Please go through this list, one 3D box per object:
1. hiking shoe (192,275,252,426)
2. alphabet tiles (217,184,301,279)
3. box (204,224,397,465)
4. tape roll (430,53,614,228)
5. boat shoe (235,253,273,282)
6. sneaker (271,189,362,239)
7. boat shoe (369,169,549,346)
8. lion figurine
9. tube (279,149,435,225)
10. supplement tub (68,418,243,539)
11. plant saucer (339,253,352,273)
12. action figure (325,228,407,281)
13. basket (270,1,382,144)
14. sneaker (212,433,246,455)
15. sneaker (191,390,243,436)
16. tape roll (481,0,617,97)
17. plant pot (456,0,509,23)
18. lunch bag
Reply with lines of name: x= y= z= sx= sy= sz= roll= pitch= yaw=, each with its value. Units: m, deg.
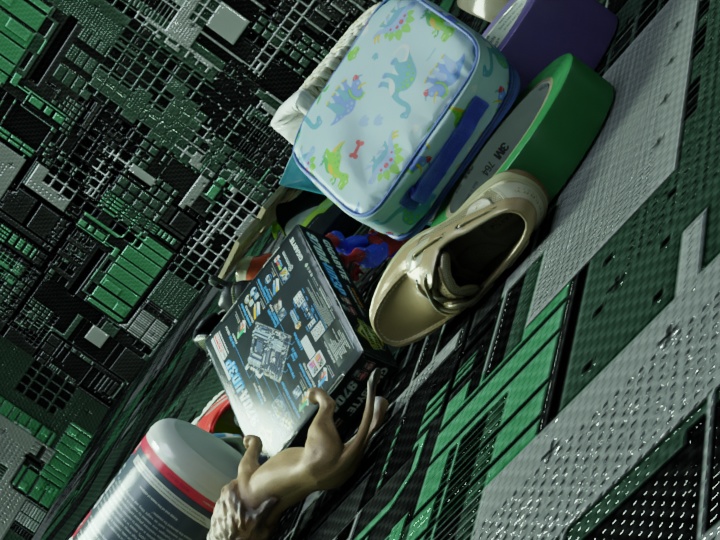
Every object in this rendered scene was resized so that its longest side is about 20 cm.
hiking shoe: x=-0.132 y=0.086 z=1.900 sx=0.076 sy=0.101 sz=0.200 roll=-72 pitch=-7 yaw=-55
alphabet tiles: x=-0.087 y=-0.071 z=1.847 sx=0.167 sy=0.008 sz=0.200 roll=-50 pitch=0 yaw=-20
box: x=-0.059 y=0.076 z=1.616 sx=0.159 sy=0.046 sz=0.200 roll=-52 pitch=39 yaw=19
tape roll: x=0.136 y=-0.092 z=1.497 sx=0.200 sy=0.048 sz=0.200 roll=-53 pitch=8 yaw=10
boat shoe: x=-0.098 y=0.030 z=1.970 sx=0.200 sy=0.063 sz=0.071 roll=77 pitch=-157 yaw=-73
sneaker: x=-0.013 y=-0.100 z=1.814 sx=0.200 sy=0.083 sz=0.072 roll=-43 pitch=-32 yaw=-20
boat shoe: x=0.071 y=-0.001 z=1.410 sx=0.200 sy=0.071 sz=0.065 roll=-48 pitch=9 yaw=32
lion figurine: x=-0.054 y=0.169 z=1.438 sx=0.200 sy=0.072 sz=0.123 roll=-45 pitch=19 yaw=32
tube: x=0.013 y=-0.091 z=1.711 sx=0.050 sy=0.200 sz=0.078 roll=25 pitch=95 yaw=50
supplement tub: x=-0.184 y=0.250 z=1.607 sx=0.200 sy=0.140 sz=0.140 roll=-53 pitch=8 yaw=5
plant saucer: x=-0.042 y=0.026 z=1.909 sx=0.200 sy=0.050 sz=0.200 roll=12 pitch=-90 yaw=-88
action figure: x=0.000 y=0.000 z=1.782 sx=0.200 sy=0.065 sz=0.099 roll=-20 pitch=-43 yaw=-58
basket: x=0.028 y=-0.171 z=1.961 sx=0.161 sy=0.198 sz=0.200 roll=-51 pitch=7 yaw=-10
sneaker: x=-0.157 y=0.231 z=1.820 sx=0.072 sy=0.072 sz=0.200 roll=-24 pitch=24 yaw=14
sneaker: x=-0.180 y=0.212 z=2.008 sx=0.200 sy=0.077 sz=0.085 roll=-57 pitch=13 yaw=-16
tape roll: x=0.153 y=-0.189 z=1.682 sx=0.200 sy=0.085 sz=0.200 roll=-53 pitch=7 yaw=9
plant pot: x=0.188 y=-0.345 z=1.868 sx=0.200 sy=0.200 sz=0.174 roll=-84 pitch=13 yaw=-75
lunch bag: x=0.040 y=-0.137 z=1.576 sx=0.200 sy=0.082 sz=0.161 roll=-56 pitch=45 yaw=9
